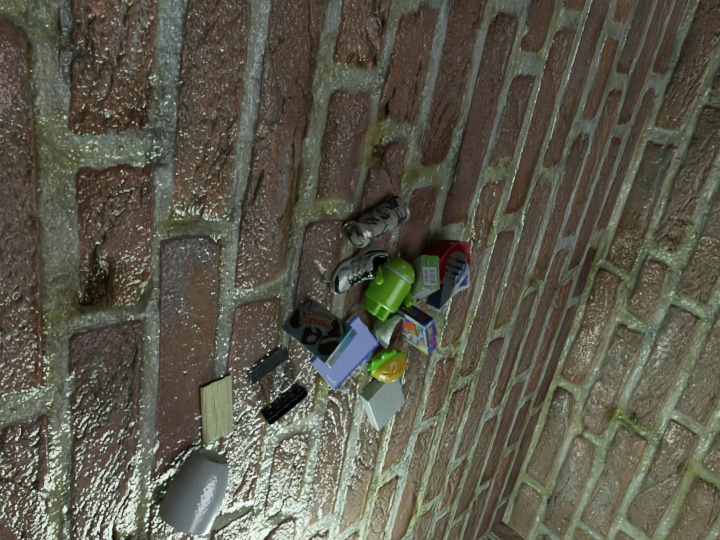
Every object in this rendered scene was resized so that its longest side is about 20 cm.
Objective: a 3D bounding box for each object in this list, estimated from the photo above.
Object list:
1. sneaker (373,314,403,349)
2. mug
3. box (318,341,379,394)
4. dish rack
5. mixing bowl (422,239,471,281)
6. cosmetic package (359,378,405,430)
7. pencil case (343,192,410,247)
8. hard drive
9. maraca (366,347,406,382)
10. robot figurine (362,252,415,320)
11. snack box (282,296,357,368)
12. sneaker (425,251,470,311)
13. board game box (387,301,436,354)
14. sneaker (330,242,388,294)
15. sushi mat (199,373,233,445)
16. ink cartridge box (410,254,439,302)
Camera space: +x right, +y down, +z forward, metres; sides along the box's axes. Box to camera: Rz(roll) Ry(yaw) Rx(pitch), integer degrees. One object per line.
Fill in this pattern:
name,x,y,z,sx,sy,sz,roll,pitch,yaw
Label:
sneaker,0.078,0.183,1.897,0.073,0.085,0.201,-41,165,-27
mug,-0.420,0.571,1.585,0.200,0.145,0.178,52,62,-82
box,-0.033,0.283,1.909,0.201,0.037,0.137,-55,143,-7
dish rack,-0.235,0.322,1.690,0.153,0.054,0.203,-36,136,-30
mixing bowl,0.271,-0.023,2.002,0.198,0.108,0.203,-27,131,-35
cosmetic package,0.082,0.460,2.146,0.150,0.051,0.202,-40,138,-22
pencil case,0.046,-0.141,1.694,0.198,0.090,0.078,-32,163,-31
hard drive,-0.049,0.250,1.829,0.200,0.025,0.133,-44,116,-13
maraca,0.090,0.312,2.001,0.136,0.108,0.200,-37,153,4
robot figurine,0.090,0.048,1.833,0.175,0.115,0.202,36,85,-35
snack box,-0.112,0.162,1.606,0.117,0.199,0.037,-51,139,-11
sneaker,0.304,0.050,1.933,0.115,0.080,0.202,33,87,-50
board game box,0.153,0.165,1.912,0.045,0.199,0.136,-36,137,-25
sneaker,0.000,0.000,1.723,0.200,0.087,0.076,-45,142,-17
sushi mat,-0.381,0.372,1.588,0.095,0.012,0.204,-22,128,-40
ink cartridge box,0.187,0.030,1.902,0.058,0.200,0.106,3,75,-15
